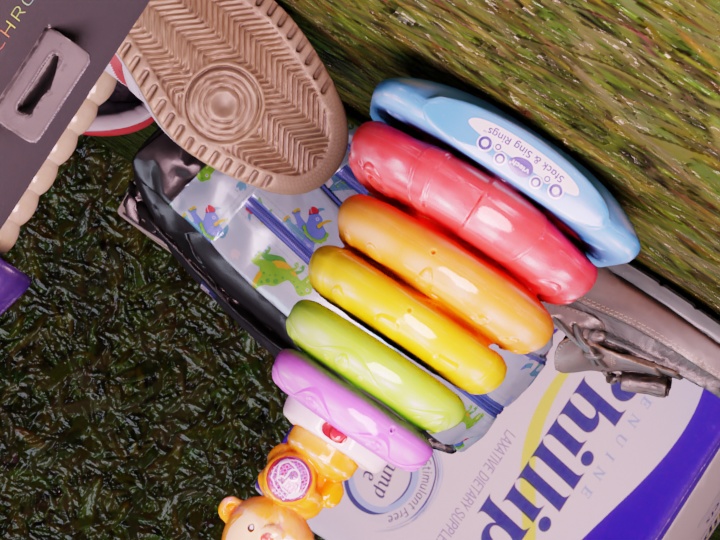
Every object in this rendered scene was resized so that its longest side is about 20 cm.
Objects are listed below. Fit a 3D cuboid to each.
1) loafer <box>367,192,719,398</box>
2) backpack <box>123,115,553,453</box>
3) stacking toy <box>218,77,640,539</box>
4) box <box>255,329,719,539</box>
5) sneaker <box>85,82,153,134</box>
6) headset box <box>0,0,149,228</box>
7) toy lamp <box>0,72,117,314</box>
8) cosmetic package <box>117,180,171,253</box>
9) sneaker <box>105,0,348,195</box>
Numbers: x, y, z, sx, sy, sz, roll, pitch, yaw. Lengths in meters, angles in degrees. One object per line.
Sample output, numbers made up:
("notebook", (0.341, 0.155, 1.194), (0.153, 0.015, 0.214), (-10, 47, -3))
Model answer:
("loafer", (0.088, 0.015, 1.242), (0.200, 0.063, 0.072), (33, 177, 12))
("backpack", (0.000, 0.000, 1.367), (0.200, 0.154, 0.163), (55, 179, 12))
("stacking toy", (0.007, 0.033, 1.060), (0.116, 0.200, 0.110), (34, 177, -1))
("box", (0.082, 0.096, 1.457), (0.200, 0.184, 0.105), (31, 175, 21))
("sneaker", (-0.195, -0.136, 1.551), (0.200, 0.071, 0.112), (26, -177, -14))
("headset box", (-0.184, -0.110, 1.042), (0.200, 0.174, 0.093), (30, 175, 30))
("toy lamp", (-0.163, -0.054, 1.438), (0.058, 0.200, 0.058), (32, 178, 1))
("cosmetic package", (-0.098, -0.030, 2.214), (0.103, 0.087, 0.200), (30, 176, 25))
("sneaker", (-0.093, -0.103, 1.171), (0.200, 0.071, 0.112), (38, 175, -6))
